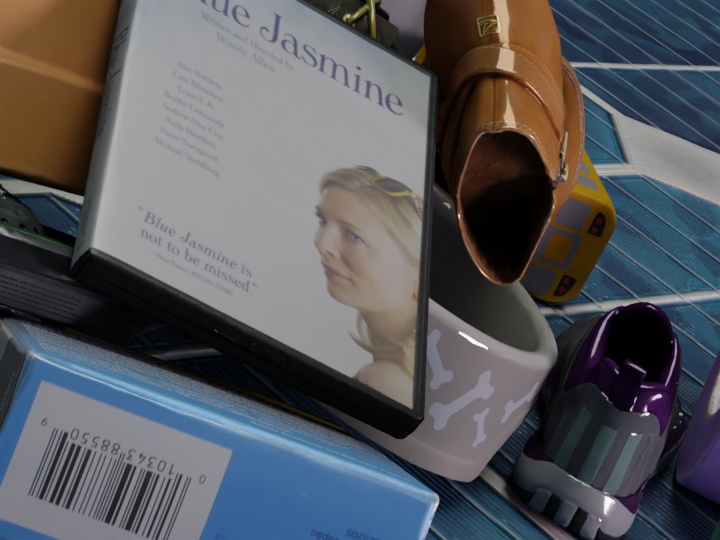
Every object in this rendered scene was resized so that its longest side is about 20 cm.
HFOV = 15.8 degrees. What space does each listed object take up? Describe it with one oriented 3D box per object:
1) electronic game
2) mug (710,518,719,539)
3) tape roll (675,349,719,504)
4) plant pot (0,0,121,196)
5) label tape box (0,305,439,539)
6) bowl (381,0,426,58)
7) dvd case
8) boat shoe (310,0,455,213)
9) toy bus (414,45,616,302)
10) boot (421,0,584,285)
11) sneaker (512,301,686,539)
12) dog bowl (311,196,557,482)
[{"bbox_3d":[-0.157,-0.020,0.982,0.199,0.042,0.200,20,0,0],"label":"electronic game"},{"bbox_3d":[0.176,0.170,0.895,0.152,0.115,0.185,27,21,3],"label":"mug"},{"bbox_3d":[0.222,0.024,1.159,0.085,0.200,0.200,26,22,2],"label":"tape roll"},{"bbox_3d":[-0.174,-0.119,1.040,0.199,0.140,0.200,16,-1,0],"label":"plant pot"},{"bbox_3d":[-0.069,0.068,0.905,0.143,0.066,0.200,20,-2,-13],"label":"label tape box"},{"bbox_3d":[-0.039,-0.201,1.424,0.090,0.202,0.201,-12,39,-30],"label":"bowl"},{"bbox_3d":[-0.034,-0.040,0.984,0.142,0.018,0.200,27,39,-21],"label":"dvd case"},{"bbox_3d":[-0.008,-0.103,1.224,0.072,0.060,0.201,-75,145,-49],"label":"boat shoe"},{"bbox_3d":[0.071,-0.063,1.372,0.078,0.065,0.200,19,23,-18],"label":"toy bus"},{"bbox_3d":[0.063,-0.050,1.142,0.073,0.200,0.155,-12,47,8],"label":"boot"},{"bbox_3d":[0.123,0.045,1.153,0.074,0.088,0.200,26,22,0],"label":"sneaker"},{"bbox_3d":[0.000,0.000,1.092,0.200,0.059,0.200,39,14,-11],"label":"dog bowl"}]
